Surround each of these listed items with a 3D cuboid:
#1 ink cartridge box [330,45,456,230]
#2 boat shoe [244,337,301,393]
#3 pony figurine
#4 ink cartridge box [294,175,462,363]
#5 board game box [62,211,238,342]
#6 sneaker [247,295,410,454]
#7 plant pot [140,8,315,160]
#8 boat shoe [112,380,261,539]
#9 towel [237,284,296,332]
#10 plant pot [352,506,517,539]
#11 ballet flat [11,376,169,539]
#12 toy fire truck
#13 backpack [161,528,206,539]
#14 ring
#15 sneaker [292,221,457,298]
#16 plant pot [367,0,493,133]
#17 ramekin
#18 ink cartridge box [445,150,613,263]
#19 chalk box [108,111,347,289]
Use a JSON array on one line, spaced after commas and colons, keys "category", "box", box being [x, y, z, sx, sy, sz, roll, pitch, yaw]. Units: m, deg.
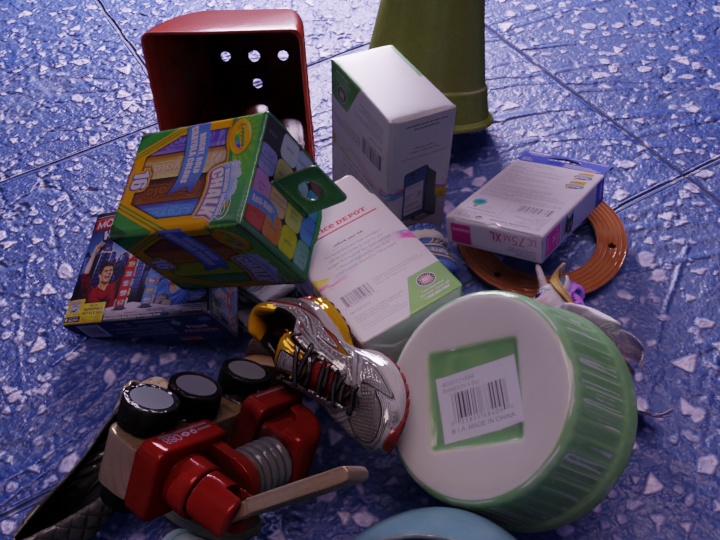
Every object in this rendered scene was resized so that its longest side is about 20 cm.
[{"category": "ink cartridge box", "box": [0.031, -0.137, 0.992, 0.087, 0.200, 0.145, -18, 47, -21]}, {"category": "boat shoe", "box": [-0.026, 0.096, 0.872, 0.200, 0.070, 0.070, 14, 54, 17]}, {"category": "pony figurine", "box": [0.183, 0.093, 0.823, 0.200, 0.167, 0.193, -40, 47, -10]}, {"category": "ink cartridge box", "box": [0.000, 0.000, 0.862, 0.117, 0.067, 0.200, -29, 52, -15]}, {"category": "board game box", "box": [-0.218, -0.020, 0.966, 0.200, 0.062, 0.200, -5, 58, 24]}, {"category": "sneaker", "box": [-0.033, 0.091, 0.735, 0.082, 0.078, 0.200, 5, 24, -42]}, {"category": "plant pot", "box": [-0.156, -0.256, 1.136, 0.199, 0.200, 0.176, 1, 36, 5]}, {"category": "boat shoe", "box": [-0.167, 0.179, 0.799, 0.201, 0.063, 0.073, 32, 23, 35]}, {"category": "towel", "box": [-0.117, -0.034, 1.003, 0.200, 0.035, 0.192, -40, 51, -21]}, {"category": "plant pot", "box": [0.064, 0.265, 0.653, 0.200, 0.201, 0.135, 8, 12, 11]}, {"category": "ballet flat", "box": [-0.235, 0.182, 0.764, 0.066, 0.057, 0.200, 35, 90, 36]}, {"category": "toy fire truck", "box": [-0.080, 0.152, 0.678, 0.200, 0.129, 0.176, 27, 19, 28]}, {"category": "backpack", "box": [-0.149, 0.298, 0.626, 0.150, 0.178, 0.200, 21, 58, 19]}, {"category": "ring", "box": [0.215, -0.037, 1.011, 0.200, 0.019, 0.201, -2, 49, 3]}, {"category": "sneaker", "box": [0.021, 0.013, 0.945, 0.200, 0.077, 0.085, -23, 54, -16]}, {"category": "plant pot", "box": [0.087, -0.298, 1.101, 0.200, 0.190, 0.200, 4, 26, -2]}, {"category": "ramekin", "box": [0.119, 0.114, 0.714, 0.200, 0.098, 0.200, -16, 62, 34]}, {"category": "ink cartridge box", "box": [0.201, -0.079, 0.981, 0.119, 0.042, 0.200, 16, 39, 33]}, {"category": "chalk box", "box": [-0.114, -0.063, 0.816, 0.200, 0.125, 0.124, -3, 62, 29]}]
